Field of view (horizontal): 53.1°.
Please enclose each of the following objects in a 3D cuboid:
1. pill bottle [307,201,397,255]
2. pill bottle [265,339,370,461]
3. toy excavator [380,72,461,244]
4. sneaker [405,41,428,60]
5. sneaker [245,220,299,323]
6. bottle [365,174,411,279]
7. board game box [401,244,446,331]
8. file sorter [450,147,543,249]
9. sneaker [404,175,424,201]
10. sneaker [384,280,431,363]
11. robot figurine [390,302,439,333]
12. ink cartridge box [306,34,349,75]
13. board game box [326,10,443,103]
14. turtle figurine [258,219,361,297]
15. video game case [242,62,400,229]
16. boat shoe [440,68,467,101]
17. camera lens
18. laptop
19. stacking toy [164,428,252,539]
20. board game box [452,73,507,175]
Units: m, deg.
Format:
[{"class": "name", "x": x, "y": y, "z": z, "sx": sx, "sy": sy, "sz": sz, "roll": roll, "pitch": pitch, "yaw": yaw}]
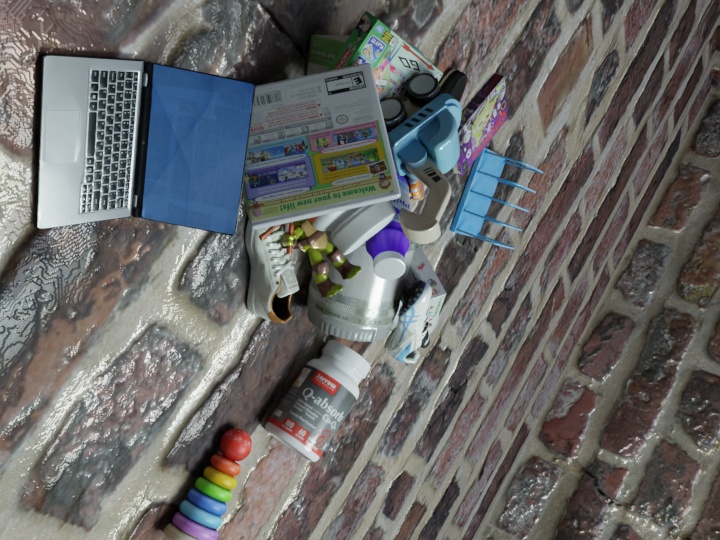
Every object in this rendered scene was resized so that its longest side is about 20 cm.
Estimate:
[{"class": "pill bottle", "x": -0.047, "y": -0.128, "z": 1.005, "sx": 0.114, "sy": 0.200, "sz": 0.114, "roll": -38, "pitch": 176, "yaw": -3}, {"class": "pill bottle", "x": -0.074, "y": 0.234, "z": 1.316, "sx": 0.200, "sy": 0.116, "sz": 0.116, "roll": -56, "pitch": 148, "yaw": -17}, {"class": "toy excavator", "x": 0.094, "y": -0.158, "z": 1.031, "sx": 0.194, "sy": 0.200, "sz": 0.100, "roll": -38, "pitch": 149, "yaw": -9}, {"class": "sneaker", "x": 0.051, "y": -0.267, "z": 1.161, "sx": 0.140, "sy": 0.077, "sz": 0.200, "roll": -62, "pitch": 166, "yaw": -13}, {"class": "sneaker", "x": -0.124, "y": -0.012, "z": 1.100, "sx": 0.073, "sy": 0.084, "sz": 0.201, "roll": -27, "pitch": 129, "yaw": -45}, {"class": "bottle", "x": 0.038, "y": -0.075, "z": 1.102, "sx": 0.201, "sy": 0.083, "sz": 0.065, "roll": -92, "pitch": -155, "yaw": -43}, {"class": "board game box", "x": 0.087, "y": 0.000, "z": 1.310, "sx": 0.034, "sy": 0.201, "sz": 0.126, "roll": -16, "pitch": 150, "yaw": -17}, {"class": "file sorter", "x": 0.316, "y": -0.159, "z": 1.650, "sx": 0.139, "sy": 0.122, "sz": 0.201, "roll": 6, "pitch": 106, "yaw": -58}, {"class": "sneaker", "x": 0.052, "y": -0.185, "z": 1.269, "sx": 0.200, "sy": 0.112, "sz": 0.078, "roll": -82, "pitch": 157, "yaw": -52}, {"class": "sneaker", "x": 0.094, "y": 0.089, "z": 1.231, "sx": 0.200, "sy": 0.072, "sz": 0.072, "roll": 106, "pitch": 8, "yaw": -51}, {"class": "robot figurine", "x": 0.091, "y": 0.072, "z": 1.465, "sx": 0.169, "sy": 0.113, "sz": 0.200, "roll": -39, "pitch": 147, "yaw": 0}, {"class": "ink cartridge box", "x": -0.028, "y": -0.250, "z": 1.100, "sx": 0.117, "sy": 0.067, "sz": 0.201, "roll": -21, "pitch": 127, "yaw": -51}, {"class": "board game box", "x": 0.030, "y": -0.270, "z": 1.045, "sx": 0.135, "sy": 0.029, "sz": 0.200, "roll": -55, "pitch": 149, "yaw": 14}, {"class": "turtle figurine", "x": -0.074, "y": -0.042, "z": 1.080, "sx": 0.162, "sy": 0.064, "sz": 0.200, "roll": 60, "pitch": 36, "yaw": -14}, {"class": "video game case", "x": -0.064, "y": -0.162, "z": 0.939, "sx": 0.022, "sy": 0.199, "sz": 0.183, "roll": 118, "pitch": -40, "yaw": -84}, {"class": "boat shoe", "x": 0.160, "y": -0.288, "z": 1.379, "sx": 0.074, "sy": 0.063, "sz": 0.202, "roll": 35, "pitch": 79, "yaw": -57}, {"class": "camera lens", "x": 0.000, "y": 0.000, "z": 1.226, "sx": 0.160, "sy": 0.160, "sz": 0.201, "roll": -11, "pitch": 119, "yaw": -55}, {"class": "laptop", "x": -0.239, "y": -0.131, "z": 0.806, "sx": 0.200, "sy": 0.116, "sz": 0.188, "roll": -17, "pitch": 124, "yaw": -52}, {"class": "stacking toy", "x": -0.238, "y": 0.357, "z": 1.188, "sx": 0.201, "sy": 0.085, "sz": 0.085, "roll": -63, "pitch": 150, "yaw": -16}, {"class": "board game box", "x": 0.252, "y": -0.311, "z": 1.540, "sx": 0.200, "sy": 0.032, "sz": 0.120, "roll": -51, "pitch": 151, "yaw": -24}]
